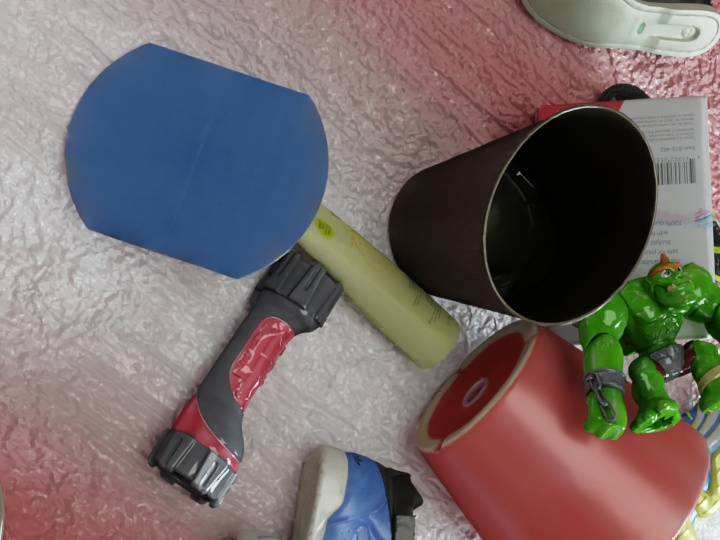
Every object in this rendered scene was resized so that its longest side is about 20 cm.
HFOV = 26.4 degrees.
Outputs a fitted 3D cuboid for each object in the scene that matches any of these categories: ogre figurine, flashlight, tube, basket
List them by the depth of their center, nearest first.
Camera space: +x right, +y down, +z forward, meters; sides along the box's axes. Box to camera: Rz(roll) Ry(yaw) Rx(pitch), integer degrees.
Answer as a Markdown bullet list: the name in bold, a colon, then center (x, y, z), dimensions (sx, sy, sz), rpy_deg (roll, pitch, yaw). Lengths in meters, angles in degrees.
- **flashlight**: center (-0.083, 0.082, 1.184), dimensions (0.068, 0.068, 0.201), rpy_deg (41, 71, -20)
- **ogre figurine**: center (0.238, 0.058, 1.204), dimensions (0.198, 0.098, 0.121), rpy_deg (-21, 68, -13)
- **basket**: center (0.115, -0.038, 1.218), dimensions (0.136, 0.199, 0.181), rpy_deg (44, 72, -18)
- **tube**: center (0.000, 0.000, 1.236), dimensions (0.200, 0.058, 0.052), rpy_deg (43, 66, -22)

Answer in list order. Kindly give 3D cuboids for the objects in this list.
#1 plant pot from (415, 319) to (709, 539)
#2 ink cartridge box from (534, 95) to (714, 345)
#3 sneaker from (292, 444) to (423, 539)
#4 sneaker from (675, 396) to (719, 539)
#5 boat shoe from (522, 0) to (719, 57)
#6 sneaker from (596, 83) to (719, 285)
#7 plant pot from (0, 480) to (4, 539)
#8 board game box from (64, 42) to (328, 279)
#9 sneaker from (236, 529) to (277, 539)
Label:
- **plant pot**: center (0.153, 0.151, 1.254), dimensions (0.177, 0.200, 0.201), rpy_deg (42, 70, -12)
- **ink cartridge box**: center (0.226, -0.041, 1.313), dimensions (0.143, 0.083, 0.203), rpy_deg (-2, 91, 8)
- **sneaker**: center (-0.006, 0.249, 1.217), dimensions (0.110, 0.077, 0.203), rpy_deg (17, 74, -18)
- **sneaker**: center (0.284, 0.168, 1.381), dimensions (0.104, 0.075, 0.202), rpy_deg (31, 76, -24)
- **boat shoe**: center (0.229, -0.243, 1.376), dimensions (0.197, 0.072, 0.068), rpy_deg (7, 49, -22)
- **sneaker**: center (0.268, -0.074, 1.388), dimensions (0.075, 0.076, 0.202), rpy_deg (-26, 87, 13)
- **plant pot**: center (-0.314, 0.171, 0.996), dimensions (0.198, 0.174, 0.204), rpy_deg (0, 90, -29)
- **board game box**: center (-0.124, -0.077, 1.166), dimensions (0.197, 0.039, 0.160), rpy_deg (18, 70, 0)
- **sneaker**: center (-0.101, 0.291, 1.170), dimensions (0.074, 0.087, 0.202), rpy_deg (27, 94, -27)
